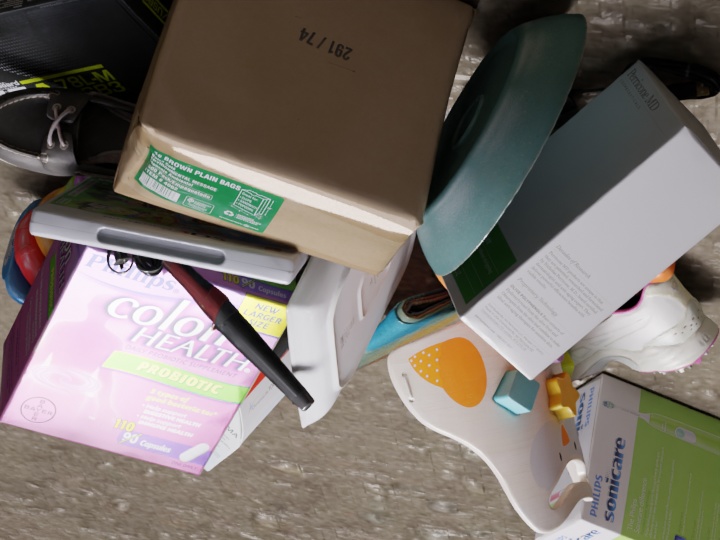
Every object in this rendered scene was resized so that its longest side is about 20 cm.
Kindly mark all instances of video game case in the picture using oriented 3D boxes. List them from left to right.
[{"bbox_3d":[-0.125,-0.033,1.565,0.182,0.022,0.200,11,-170,3],"label":"video game case"}]

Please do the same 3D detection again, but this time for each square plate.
[{"bbox_3d":[0.000,0.000,1.663,0.028,0.198,0.200,20,153,13],"label":"square plate"}]

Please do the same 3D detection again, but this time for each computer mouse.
[{"bbox_3d":[0.160,-0.117,1.563,0.200,0.034,0.059,-7,145,30],"label":"computer mouse"}]

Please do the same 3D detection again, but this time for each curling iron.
[{"bbox_3d":[-0.112,0.035,1.625,0.200,0.050,0.026,43,141,2],"label":"curling iron"}]

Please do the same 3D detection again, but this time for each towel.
[{"bbox_3d":[0.040,0.045,1.824,0.147,0.022,0.200,-22,172,-34],"label":"towel"}]

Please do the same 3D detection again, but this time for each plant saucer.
[{"bbox_3d":[0.085,-0.092,1.471,0.036,0.200,0.200,27,149,-10],"label":"plant saucer"}]

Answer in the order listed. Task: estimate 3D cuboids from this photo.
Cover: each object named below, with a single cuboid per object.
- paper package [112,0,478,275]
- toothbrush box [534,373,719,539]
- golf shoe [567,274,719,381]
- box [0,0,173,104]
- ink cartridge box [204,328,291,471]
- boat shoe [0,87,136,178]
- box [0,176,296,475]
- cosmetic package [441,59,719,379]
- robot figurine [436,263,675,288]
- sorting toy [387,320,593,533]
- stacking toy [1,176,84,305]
[{"bbox_3d":[-0.043,-0.116,1.480,0.200,0.191,0.103,19,150,-9],"label":"paper package"},{"bbox_3d":[0.271,0.201,1.972,0.200,0.146,0.086,22,150,-19],"label":"toothbrush box"},{"bbox_3d":[0.196,0.040,1.809,0.200,0.075,0.092,-10,122,38],"label":"golf shoe"},{"bbox_3d":[-0.206,-0.152,1.629,0.200,0.048,0.193,-7,149,29],"label":"box"},{"bbox_3d":[-0.060,0.077,1.861,0.047,0.160,0.200,46,145,-5],"label":"ink cartridge box"},{"bbox_3d":[-0.179,-0.098,1.596,0.200,0.067,0.057,10,169,-15],"label":"boat shoe"},{"bbox_3d":[-0.171,0.045,1.743,0.176,0.097,0.200,18,125,-20],"label":"box"},{"bbox_3d":[0.155,-0.034,1.505,0.200,0.108,0.085,-42,120,12],"label":"cosmetic package"},{"bbox_3d":[0.136,-0.028,1.646,0.200,0.117,0.144,0,-168,21],"label":"robot figurine"},{"bbox_3d":[0.131,0.113,1.744,0.107,0.180,0.200,-22,180,25],"label":"sorting toy"},{"bbox_3d":[-0.204,-0.049,1.774,0.110,0.116,0.200,24,138,-17],"label":"stacking toy"}]
